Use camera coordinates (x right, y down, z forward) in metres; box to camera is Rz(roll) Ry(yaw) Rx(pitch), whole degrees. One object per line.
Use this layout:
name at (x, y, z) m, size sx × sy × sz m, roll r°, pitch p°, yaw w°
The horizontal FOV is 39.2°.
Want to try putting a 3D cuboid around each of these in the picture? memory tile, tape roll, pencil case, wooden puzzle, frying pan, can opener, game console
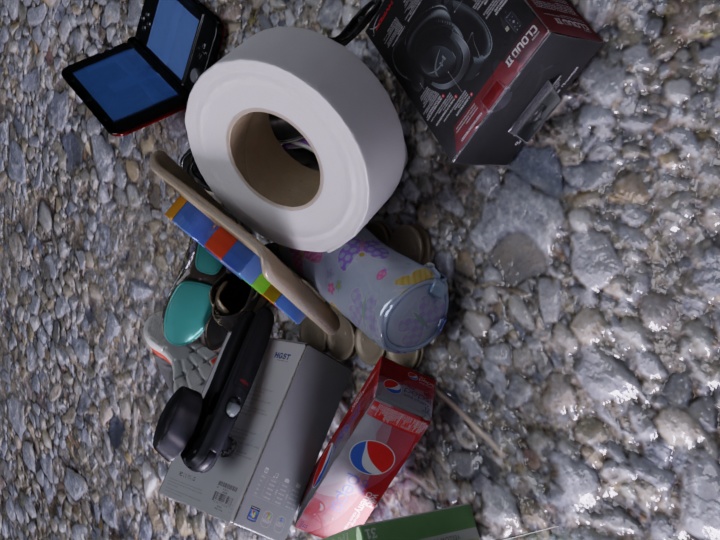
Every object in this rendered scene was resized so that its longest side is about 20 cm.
memory tile at (0.000, 0.024, 1.075) m, size 0.200 × 0.017 × 0.154 m, roll 4°, pitch 94°, yaw 50°
tape roll at (-0.061, -0.117, 0.931) m, size 0.202 × 0.071 × 0.203 m, roll 20°, pitch 135°, yaw 22°
pencil case at (0.000, 0.000, 0.999) m, size 0.200 × 0.083 × 0.091 m, roll 37°, pitch 110°, yaw 43°
wooden puzzle at (-0.122, -0.018, 1.024) m, size 0.046 × 0.185 × 0.200 m, roll -47°, pitch 59°, yaw -3°
frying pan at (-0.037, -0.200, 1.012) m, size 0.190 × 0.031 × 0.115 m, roll -36°, pitch 51°, yaw 2°
can opener at (-0.140, 0.121, 1.065) m, size 0.063 × 0.079 × 0.200 m, roll -1°, pitch 50°, yaw 40°
game console at (-0.290, -0.291, 1.331) m, size 0.200 × 0.119 × 0.173 m, roll 45°, pitch 124°, yaw 38°

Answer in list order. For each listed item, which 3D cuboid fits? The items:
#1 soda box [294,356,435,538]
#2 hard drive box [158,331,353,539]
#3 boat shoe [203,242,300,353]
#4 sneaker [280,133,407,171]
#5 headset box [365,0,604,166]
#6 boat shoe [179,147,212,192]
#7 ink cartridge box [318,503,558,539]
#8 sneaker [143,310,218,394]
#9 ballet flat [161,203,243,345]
soda box at (0.003, 0.186, 1.021) m, size 0.200 × 0.063 × 0.070 m, roll -60°, pitch 9°, yaw 31°
hard drive box at (-0.116, 0.177, 1.107) m, size 0.156 × 0.077 × 0.200 m, roll 4°, pitch 67°, yaw 50°
boat shoe at (-0.147, 0.030, 1.204) m, size 0.200 × 0.073 × 0.075 m, roll -51°, pitch 54°, yaw 37°
sneaker at (-0.052, -0.156, 1.048) m, size 0.200 × 0.114 × 0.073 m, roll 45°, pitch 145°, yaw 40°
headset box at (0.107, -0.201, 0.896) m, size 0.149 × 0.077 × 0.200 m, roll -54°, pitch 53°, yaw 36°
boat shoe at (-0.177, -0.125, 1.241) m, size 0.200 × 0.066 × 0.070 m, roll 20°, pitch 106°, yaw 48°
ink cartridge box at (0.056, 0.242, 0.915) m, size 0.200 × 0.145 × 0.048 m, roll -35°, pitch 64°, yaw 44°
sneaker at (-0.215, 0.140, 1.310) m, size 0.200 × 0.077 × 0.082 m, roll 55°, pitch 156°, yaw 34°
ballet flat at (-0.195, 0.002, 1.274) m, size 0.072 × 0.072 × 0.201 m, roll 44°, pitch 119°, yaw 39°
